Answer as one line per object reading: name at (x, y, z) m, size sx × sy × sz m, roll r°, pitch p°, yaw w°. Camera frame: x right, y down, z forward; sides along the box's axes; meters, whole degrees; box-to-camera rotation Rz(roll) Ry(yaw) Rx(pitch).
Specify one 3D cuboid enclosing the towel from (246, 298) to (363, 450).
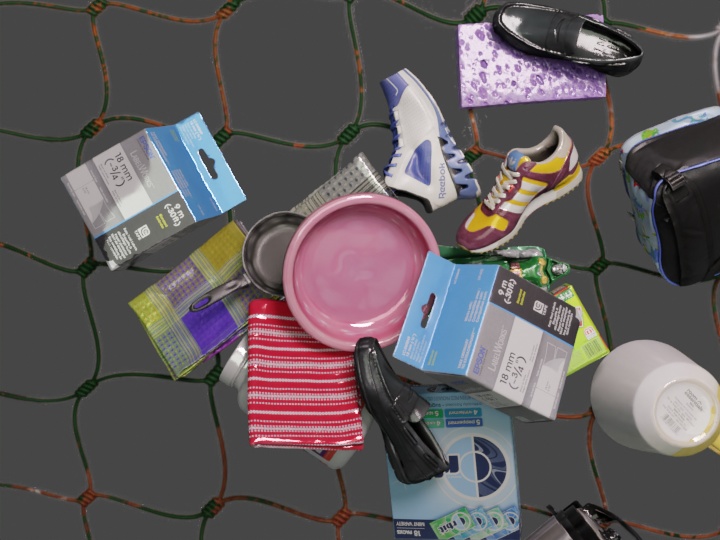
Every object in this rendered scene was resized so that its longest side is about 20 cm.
towel at (-0.069, 0.125, 1.039) m, size 0.143 × 0.023 × 0.201 m, roll 5°, pitch 55°, yaw -15°

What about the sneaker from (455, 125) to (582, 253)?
sneaker at (0.197, -0.109, 1.095) m, size 0.200 × 0.075 × 0.090 m, roll -39°, pitch 129°, yaw -6°

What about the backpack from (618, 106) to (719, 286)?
backpack at (0.430, -0.096, 1.060) m, size 0.182 × 0.147 × 0.201 m, roll -21°, pitch 130°, yaw 3°

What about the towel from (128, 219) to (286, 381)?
towel at (-0.204, 0.036, 1.122) m, size 0.199 × 0.023 × 0.144 m, roll -37°, pitch 69°, yaw 1°

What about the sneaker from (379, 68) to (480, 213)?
sneaker at (0.065, -0.159, 1.110) m, size 0.115 × 0.081 × 0.200 m, roll -31°, pitch 91°, yaw -1°

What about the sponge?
sponge at (0.231, -0.283, 1.133) m, size 0.198 × 0.030 × 0.113 m, roll -4°, pitch 91°, yaw 0°

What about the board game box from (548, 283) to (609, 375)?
board game box at (0.216, 0.112, 1.114) m, size 0.199 × 0.048 × 0.102 m, roll -31°, pitch 89°, yaw 6°

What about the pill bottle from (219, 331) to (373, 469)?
pill bottle at (-0.081, 0.164, 1.096) m, size 0.199 × 0.112 × 0.113 m, roll 33°, pitch 90°, yaw 1°

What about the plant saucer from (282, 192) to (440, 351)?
plant saucer at (0.000, 0.000, 1.042) m, size 0.199 × 0.051 × 0.202 m, roll -3°, pitch 107°, yaw -10°

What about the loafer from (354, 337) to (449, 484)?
loafer at (0.050, 0.169, 1.029) m, size 0.070 × 0.068 × 0.202 m, roll -19°, pitch 105°, yaw 16°

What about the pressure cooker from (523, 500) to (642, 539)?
pressure cooker at (0.278, 0.402, 1.055) m, size 0.200 × 0.179 × 0.176 m, roll -40°, pitch 86°, yaw 1°

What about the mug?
mug at (0.406, 0.170, 1.066) m, size 0.185 × 0.153 × 0.151 m, roll 3°, pitch 89°, yaw 1°

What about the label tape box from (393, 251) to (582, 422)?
label tape box at (0.156, 0.077, 0.998) m, size 0.199 × 0.063 × 0.145 m, roll 27°, pitch 69°, yaw -18°

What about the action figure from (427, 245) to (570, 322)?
action figure at (0.184, 0.008, 1.123) m, size 0.198 × 0.055 × 0.119 m, roll -8°, pitch 87°, yaw -3°

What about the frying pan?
frying pan at (-0.118, 0.009, 1.075) m, size 0.115 × 0.031 × 0.191 m, roll 34°, pitch 77°, yaw 9°

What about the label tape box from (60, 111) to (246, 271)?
label tape box at (-0.277, -0.110, 1.126) m, size 0.199 × 0.063 × 0.145 m, roll -30°, pitch 90°, yaw 1°

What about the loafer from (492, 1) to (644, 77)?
loafer at (0.271, -0.306, 1.082) m, size 0.199 × 0.070 × 0.069 m, roll 18°, pitch 89°, yaw 0°

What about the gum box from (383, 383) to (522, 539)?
gum box at (0.119, 0.250, 1.094) m, size 0.169 × 0.045 × 0.202 m, roll -4°, pitch 98°, yaw 15°

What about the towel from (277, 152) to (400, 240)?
towel at (-0.014, -0.023, 1.116) m, size 0.200 × 0.035 × 0.193 m, roll -37°, pitch 91°, yaw 19°
